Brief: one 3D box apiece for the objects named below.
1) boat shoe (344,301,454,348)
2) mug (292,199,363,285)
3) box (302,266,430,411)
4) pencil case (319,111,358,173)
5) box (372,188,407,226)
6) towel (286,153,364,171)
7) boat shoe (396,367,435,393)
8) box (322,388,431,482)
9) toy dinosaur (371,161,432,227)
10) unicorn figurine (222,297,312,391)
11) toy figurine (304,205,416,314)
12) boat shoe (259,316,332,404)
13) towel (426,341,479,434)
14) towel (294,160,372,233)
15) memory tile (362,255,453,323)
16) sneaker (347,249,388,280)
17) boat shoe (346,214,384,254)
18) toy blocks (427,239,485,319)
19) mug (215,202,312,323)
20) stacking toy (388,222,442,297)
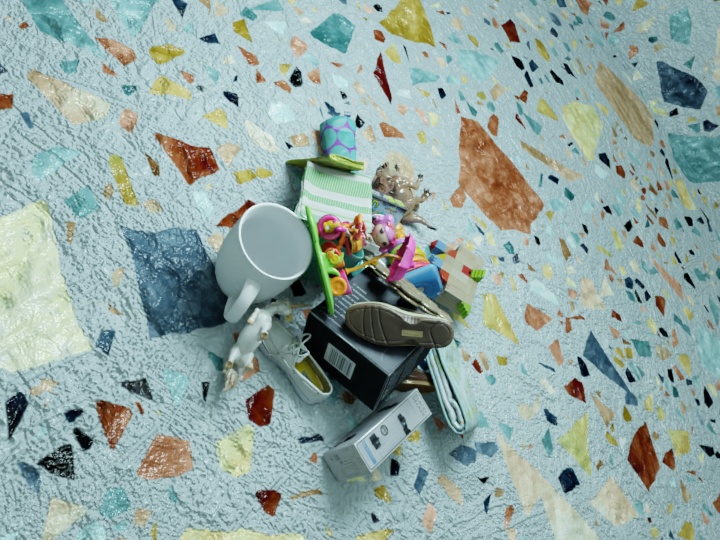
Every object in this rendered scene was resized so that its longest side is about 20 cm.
[{"bbox_3d":[0.071,0.102,1.261,0.199,0.075,0.076,14,97,3],"label":"boat shoe"},{"bbox_3d":[-0.085,-0.052,1.394,0.152,0.114,0.186,42,15,-22],"label":"mug"},{"bbox_3d":[0.021,0.127,1.343,0.199,0.125,0.196,37,46,18],"label":"box"},{"bbox_3d":[-0.039,-0.253,1.559,0.091,0.085,0.203,1,67,-21],"label":"pencil case"},{"bbox_3d":[-0.007,-0.133,1.505,0.198,0.111,0.035,18,31,-30],"label":"box"},{"bbox_3d":[-0.077,-0.227,1.448,0.085,0.199,0.018,14,87,-33],"label":"towel"},{"bbox_3d":[0.082,0.214,1.428,0.198,0.070,0.071,14,60,-32],"label":"boat shoe"},{"bbox_3d":[0.034,0.313,1.311,0.199,0.116,0.061,-33,89,-44],"label":"box"},{"bbox_3d":[0.090,-0.172,1.627,0.135,0.085,0.202,-38,110,-33],"label":"toy dinosaur"},{"bbox_3d":[-0.183,0.113,1.214,0.200,0.137,0.074,-43,97,2],"label":"unicorn figurine"},{"bbox_3d":[0.008,-0.040,1.240,0.181,0.150,0.203,-14,104,-5],"label":"toy figurine"},{"bbox_3d":[-0.120,0.159,1.287,0.074,0.086,0.203,-35,92,-43],"label":"boat shoe"},{"bbox_3d":[0.201,0.246,1.471,0.171,0.048,0.203,19,52,-68],"label":"towel"},{"bbox_3d":[-0.048,-0.142,1.346,0.150,0.024,0.201,13,39,-8],"label":"towel"},{"bbox_3d":[0.092,0.037,1.349,0.152,0.017,0.200,31,8,-35],"label":"memory tile"},{"bbox_3d":[0.000,0.000,1.483,0.079,0.078,0.200,-40,88,-28],"label":"sneaker"},{"bbox_3d":[0.028,-0.087,1.441,0.072,0.068,0.199,55,17,23],"label":"boat shoe"},{"bbox_3d":[0.212,0.007,1.633,0.136,0.100,0.201,31,51,-8],"label":"toy blocks"},{"bbox_3d":[-0.196,0.003,1.242,0.147,0.175,0.202,30,53,-18],"label":"mug"},{"bbox_3d":[0.103,-0.033,1.559,0.116,0.108,0.202,64,7,-56],"label":"stacking toy"}]
